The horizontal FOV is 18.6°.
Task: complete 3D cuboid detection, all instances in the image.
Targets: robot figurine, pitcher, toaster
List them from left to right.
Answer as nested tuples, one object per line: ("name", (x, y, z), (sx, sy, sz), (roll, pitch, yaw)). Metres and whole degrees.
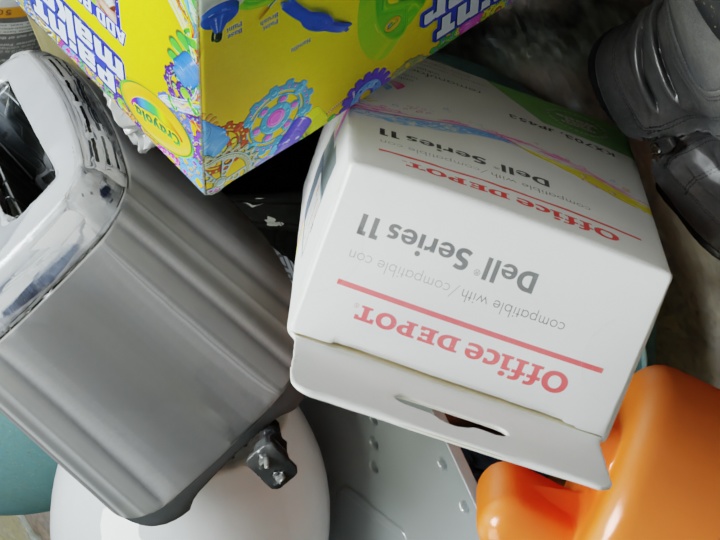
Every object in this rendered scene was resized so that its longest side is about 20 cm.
("toaster", (-0.103, 0.005, 0.836), (0.129, 0.114, 0.200), (43, -173, -33))
("pitcher", (-0.089, 0.148, 0.953), (0.121, 0.172, 0.201), (23, 131, 21))
("robot figurine", (0.143, 0.110, 0.832), (0.199, 0.144, 0.117), (26, 153, -2))

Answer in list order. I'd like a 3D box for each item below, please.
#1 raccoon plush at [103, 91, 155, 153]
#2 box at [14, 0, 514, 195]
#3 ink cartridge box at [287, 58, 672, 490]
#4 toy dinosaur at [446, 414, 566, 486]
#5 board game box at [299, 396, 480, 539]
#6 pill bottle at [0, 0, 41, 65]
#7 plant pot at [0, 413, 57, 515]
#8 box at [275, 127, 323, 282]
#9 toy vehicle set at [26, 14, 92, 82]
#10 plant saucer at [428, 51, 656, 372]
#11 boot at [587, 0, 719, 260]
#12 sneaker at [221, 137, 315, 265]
("raccoon plush", (-0.029, -0.105, 0.854), (0.200, 0.133, 0.097), (-106, -7, -55))
("box", (-0.010, -0.166, 0.711), (0.122, 0.199, 0.193), (43, 153, 26))
("ink cartridge box", (0.040, -0.009, 0.762), (0.200, 0.116, 0.068), (-89, 18, -69))
("toy dinosaur", (0.057, 0.091, 1.040), (0.181, 0.201, 0.105), (-20, 139, 32))
("board game box", (0.016, 0.123, 0.959), (0.201, 0.026, 0.200), (65, 150, 10))
("pill bottle", (-0.202, -0.152, 1.203), (0.117, 0.116, 0.200), (51, 156, 11))
("plant pot", (-0.128, 0.018, 1.065), (0.134, 0.200, 0.201), (-4, 119, 39))
("box", (-0.064, -0.091, 1.083), (0.116, 0.060, 0.201), (21, 138, 54))
("toy vehicle set", (-0.117, -0.122, 0.935), (0.125, 0.026, 0.201), (-97, -8, -48))
("plant saucer", (0.066, -0.016, 0.961), (0.200, 0.036, 0.201), (44, 154, 27))
("boot", (0.160, -0.026, 0.748), (0.201, 0.069, 0.132), (62, 161, 14))
("sneaker", (0.002, -0.002, 0.974), (0.199, 0.060, 0.105), (7, 127, 47))
